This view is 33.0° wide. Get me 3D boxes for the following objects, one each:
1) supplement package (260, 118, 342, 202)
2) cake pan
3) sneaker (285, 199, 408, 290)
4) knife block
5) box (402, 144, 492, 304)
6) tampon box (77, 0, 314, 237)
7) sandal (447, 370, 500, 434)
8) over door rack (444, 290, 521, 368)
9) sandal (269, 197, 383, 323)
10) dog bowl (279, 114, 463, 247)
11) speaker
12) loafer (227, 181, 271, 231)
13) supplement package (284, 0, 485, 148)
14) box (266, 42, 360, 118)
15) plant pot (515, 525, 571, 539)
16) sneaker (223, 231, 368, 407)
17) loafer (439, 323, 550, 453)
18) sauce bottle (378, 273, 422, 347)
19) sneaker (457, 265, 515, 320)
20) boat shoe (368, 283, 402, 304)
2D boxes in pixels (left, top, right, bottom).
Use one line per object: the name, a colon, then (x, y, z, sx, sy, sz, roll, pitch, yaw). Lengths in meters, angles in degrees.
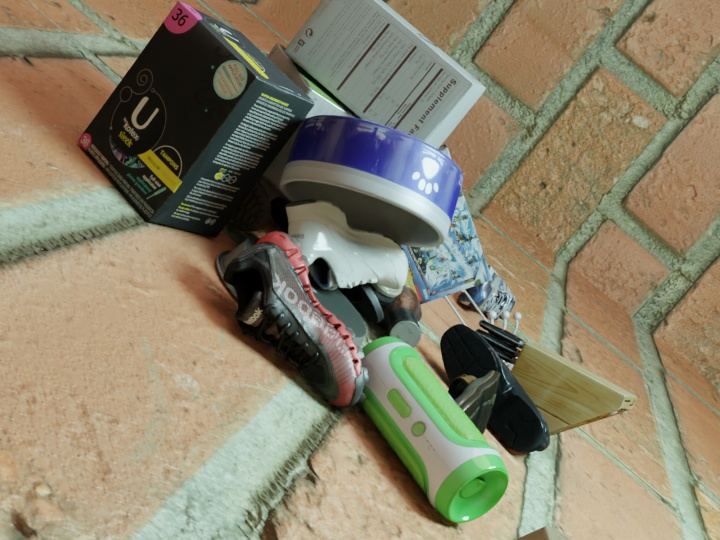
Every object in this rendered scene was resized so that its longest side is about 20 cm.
supplement package: (-0.070, -0.122, 1.575, 0.114, 0.110, 0.200, 39, -10, 0)
cake pan: (-0.072, 0.031, 1.369, 0.200, 0.037, 0.200, 36, 13, -10)
sneaker: (-0.019, -0.011, 1.412, 0.074, 0.088, 0.200, -10, -26, 42)
knife block: (0.246, 0.130, 1.622, 0.064, 0.199, 0.176, 11, 60, -62)
box: (0.089, -0.059, 1.703, 0.040, 0.136, 0.201, -91, 161, -75)
tampon box: (-0.183, -0.166, 1.362, 0.150, 0.200, 0.126, 44, 14, 25)
sandal: (0.119, 0.159, 1.427, 0.054, 0.082, 0.200, 20, 14, 19)
over door rack: (0.187, 0.070, 1.877, 0.200, 0.067, 0.148, 44, 13, 20)
sandal: (-0.051, -0.003, 1.496, 0.200, 0.045, 0.075, 46, -22, 1)
dog bowl: (0.013, -0.099, 1.381, 0.199, 0.079, 0.200, 18, -11, 3)
speaker: (0.065, 0.156, 1.222, 0.088, 0.089, 0.200, 25, 19, -47)
loafer: (-0.184, -0.126, 1.501, 0.200, 0.076, 0.067, 41, 20, 7)
supplement package: (0.032, -0.236, 1.438, 0.200, 0.117, 0.117, 41, 12, 6)
box: (-0.018, -0.189, 1.484, 0.200, 0.036, 0.144, 31, 16, -34)
plant pot: (0.118, 0.283, 0.744, 0.199, 0.177, 0.200, 36, 14, -12)
sneaker: (-0.070, 0.057, 1.223, 0.098, 0.071, 0.201, -19, 73, -46)
loafer: (0.172, 0.156, 1.568, 0.200, 0.073, 0.072, 57, 12, 27)
sauce bottle: (0.044, 0.045, 1.586, 0.066, 0.066, 0.200, 35, 15, -15)
sneaker: (0.225, 0.042, 2.063, 0.085, 0.077, 0.200, 44, 14, 5)
boat shoe: (0.000, 0.000, 1.585, 0.072, 0.068, 0.200, 24, 14, -28)
